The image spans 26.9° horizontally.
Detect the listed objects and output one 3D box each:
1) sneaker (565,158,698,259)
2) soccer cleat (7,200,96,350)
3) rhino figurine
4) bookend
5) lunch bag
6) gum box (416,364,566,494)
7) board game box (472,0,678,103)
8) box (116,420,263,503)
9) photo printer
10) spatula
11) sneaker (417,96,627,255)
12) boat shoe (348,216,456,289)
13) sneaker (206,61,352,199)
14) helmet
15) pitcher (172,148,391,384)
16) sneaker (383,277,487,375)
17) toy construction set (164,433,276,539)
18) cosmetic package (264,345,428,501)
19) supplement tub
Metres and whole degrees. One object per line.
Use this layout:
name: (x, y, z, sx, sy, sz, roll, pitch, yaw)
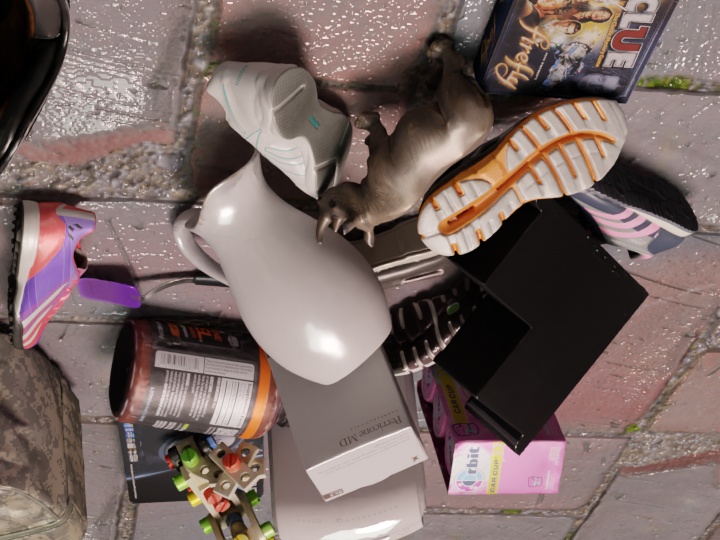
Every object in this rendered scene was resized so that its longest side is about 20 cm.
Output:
sneaker: (0.222, -0.058, 1.384, 0.199, 0.071, 0.082, 25, 132, -33)
soccer cleat: (-0.293, 0.010, 1.410, 0.073, 0.069, 0.201, 1, 142, -16)
rhino figurine: (0.030, -0.092, 1.251, 0.200, 0.088, 0.060, -45, 150, 15)
bookend: (0.133, 0.034, 1.389, 0.200, 0.092, 0.198, -52, 130, 1)
lunch bag: (-0.364, 0.173, 1.514, 0.138, 0.201, 0.168, -11, 148, 2)
gum box: (0.130, 0.145, 1.551, 0.113, 0.200, 0.067, 0, 118, -9)
board game box: (0.180, -0.216, 1.190, 0.134, 0.035, 0.201, 3, 143, -12)
box: (-0.188, 0.194, 1.695, 0.159, 0.044, 0.201, -1, 144, -5)
photo printer: (-0.016, 0.200, 1.595, 0.165, 0.201, 0.070, -8, 145, 4)
spatula: (-0.177, 0.015, 1.467, 0.198, 0.021, 0.057, -5, 157, -5)
sneaker: (0.131, -0.090, 1.273, 0.199, 0.077, 0.079, -28, 108, 4)
boat shoe: (0.000, 0.000, 1.435, 0.198, 0.067, 0.057, -13, 139, 4)
sneaker: (-0.064, -0.124, 1.265, 0.080, 0.071, 0.200, 19, 164, 24)
helmet: (-0.296, -0.176, 1.046, 0.199, 0.192, 0.200, 16, 173, 2)
pitcher: (-0.077, 0.007, 1.351, 0.200, 0.121, 0.171, 49, 150, -8)
sneaker: (0.111, 0.068, 1.541, 0.199, 0.076, 0.115, -29, 141, 28)
toy construction set: (-0.147, 0.247, 1.622, 0.092, 0.131, 0.201, -20, 141, -15)
cosmetic package: (-0.023, 0.106, 1.447, 0.112, 0.201, 0.081, -24, 144, 0)
supplement tub: (-0.150, 0.114, 1.538, 0.199, 0.108, 0.107, 10, 141, -22)
